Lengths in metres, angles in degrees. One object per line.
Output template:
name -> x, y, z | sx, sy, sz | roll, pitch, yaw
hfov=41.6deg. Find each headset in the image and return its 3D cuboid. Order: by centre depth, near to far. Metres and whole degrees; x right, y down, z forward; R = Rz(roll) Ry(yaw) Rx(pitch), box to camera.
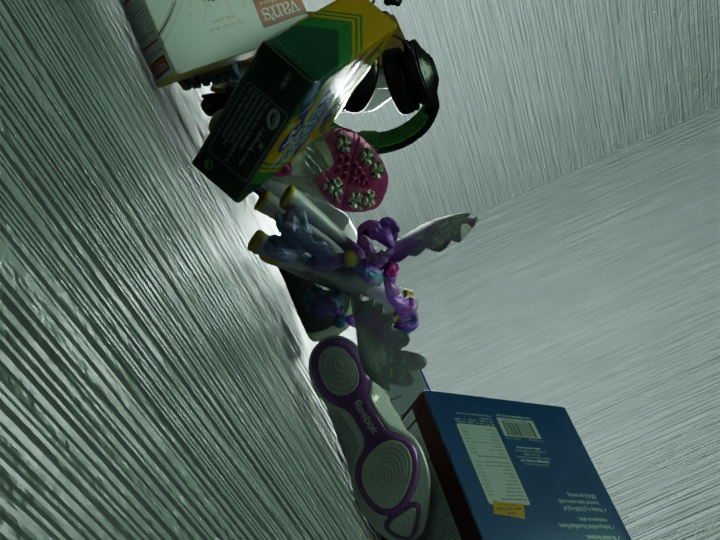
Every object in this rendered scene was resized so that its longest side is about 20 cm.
headset -> 0.017, -0.195, 0.899 | 0.201, 0.121, 0.095 | 101, -15, -57

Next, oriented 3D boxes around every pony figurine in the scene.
pony figurine -> 0.000, 0.000, 0.855 | 0.199, 0.168, 0.193 | 31, -8, -17

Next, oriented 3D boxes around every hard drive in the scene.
hard drive -> -0.065, -0.068, 1.038 | 0.131, 0.026, 0.200 | 32, -2, 5

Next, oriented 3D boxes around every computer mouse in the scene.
computer mouse -> -0.106, -0.151, 0.992 | 0.200, 0.108, 0.045 | 125, -38, -82

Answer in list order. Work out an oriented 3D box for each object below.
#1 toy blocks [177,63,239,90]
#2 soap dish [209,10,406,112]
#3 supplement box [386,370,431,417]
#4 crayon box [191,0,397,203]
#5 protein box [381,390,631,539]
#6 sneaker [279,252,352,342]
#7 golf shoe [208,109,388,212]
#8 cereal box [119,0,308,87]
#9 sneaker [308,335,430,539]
toy blocks -> -0.146, -0.225, 0.830 | 0.200, 0.098, 0.139 | 53, 26, -84
soap dish -> -0.057, -0.221, 1.005 | 0.157, 0.197, 0.083 | 177, -89, -77
supplement box -> 0.064, 0.226, 1.104 | 0.104, 0.100, 0.202 | -112, 179, -61
crayon box -> -0.043, -0.150, 0.767 | 0.051, 0.126, 0.200 | 39, 37, 0
protein box -> 0.136, 0.247, 0.937 | 0.196, 0.135, 0.201 | 11, 40, -32
sneaker -> -0.051, -0.013, 1.052 | 0.200, 0.074, 0.107 | -106, 173, -68
golf shoe -> -0.058, -0.113, 0.915 | 0.199, 0.076, 0.091 | 22, -1, -40
cereal box -> -0.132, -0.257, 0.727 | 0.039, 0.143, 0.202 | -14, -78, 51
sneaker -> 0.017, 0.158, 0.906 | 0.100, 0.074, 0.202 | 57, 10, -74
